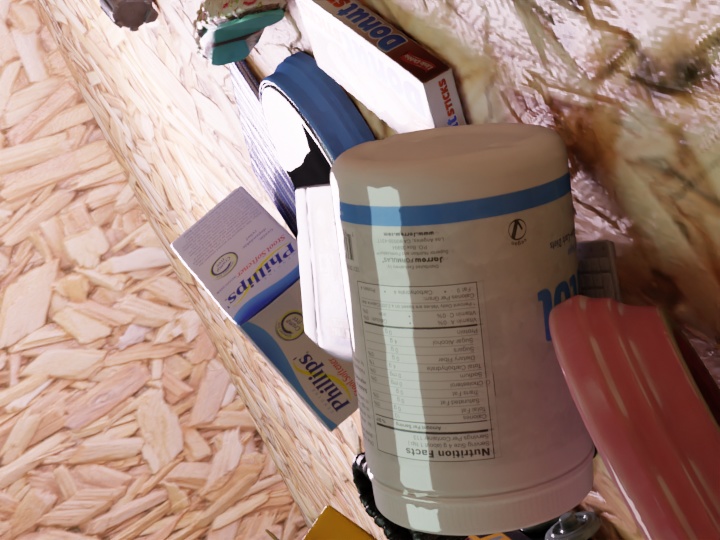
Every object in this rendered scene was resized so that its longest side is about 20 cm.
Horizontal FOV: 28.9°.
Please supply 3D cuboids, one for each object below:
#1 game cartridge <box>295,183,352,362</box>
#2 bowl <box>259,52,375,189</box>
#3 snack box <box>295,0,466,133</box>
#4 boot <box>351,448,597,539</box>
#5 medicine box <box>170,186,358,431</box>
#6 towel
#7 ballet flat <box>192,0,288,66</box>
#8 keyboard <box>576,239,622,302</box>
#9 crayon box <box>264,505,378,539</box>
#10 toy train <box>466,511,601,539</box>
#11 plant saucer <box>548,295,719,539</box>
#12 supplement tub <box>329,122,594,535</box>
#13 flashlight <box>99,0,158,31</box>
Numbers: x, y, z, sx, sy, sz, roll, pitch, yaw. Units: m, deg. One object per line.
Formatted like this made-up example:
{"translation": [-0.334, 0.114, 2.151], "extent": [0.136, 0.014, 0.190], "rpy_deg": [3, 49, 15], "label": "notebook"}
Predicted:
{"translation": [0.000, 0.000, 1.025], "extent": [0.200, 0.041, 0.134], "rpy_deg": [-179, 88, -68], "label": "game cartridge"}
{"translation": [-0.024, -0.085, 1.175], "extent": [0.201, 0.039, 0.201], "rpy_deg": [56, 167, 19], "label": "bowl"}
{"translation": [0.012, -0.137, 0.939], "extent": [0.200, 0.024, 0.072], "rpy_deg": [46, 160, 50], "label": "snack box"}
{"translation": [0.060, 0.125, 1.036], "extent": [0.080, 0.157, 0.211], "rpy_deg": [64, 167, -20], "label": "boot"}
{"translation": [-0.079, 0.038, 1.453], "extent": [0.182, 0.103, 0.200], "rpy_deg": [52, 174, -38], "label": "medicine box"}
{"translation": [-0.085, -0.118, 1.405], "extent": [0.145, 0.024, 0.200], "rpy_deg": [56, 166, 29], "label": "towel"}
{"translation": [-0.108, -0.217, 1.147], "extent": [0.200, 0.075, 0.064], "rpy_deg": [169, 87, -74], "label": "ballet flat"}
{"translation": [0.097, 0.015, 0.841], "extent": [0.200, 0.011, 0.057], "rpy_deg": [175, 90, -65], "label": "keyboard"}
{"translation": [0.032, 0.247, 1.035], "extent": [0.200, 0.051, 0.127], "rpy_deg": [42, 171, -29], "label": "crayon box"}
{"translation": [0.131, 0.235, 1.111], "extent": [0.086, 0.114, 0.200], "rpy_deg": [62, 168, -13], "label": "toy train"}
{"translation": [0.161, 0.094, 0.673], "extent": [0.201, 0.051, 0.201], "rpy_deg": [55, -166, -20], "label": "plant saucer"}
{"translation": [0.058, 0.027, 0.767], "extent": [0.132, 0.131, 0.202], "rpy_deg": [-152, 51, -68], "label": "supplement tub"}
{"translation": [-0.316, -0.361, 1.655], "extent": [0.200, 0.067, 0.068], "rpy_deg": [53, 171, 34], "label": "flashlight"}
